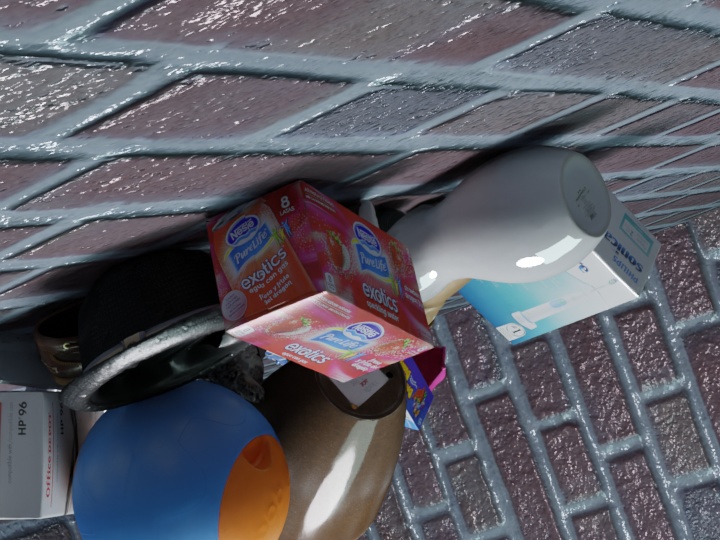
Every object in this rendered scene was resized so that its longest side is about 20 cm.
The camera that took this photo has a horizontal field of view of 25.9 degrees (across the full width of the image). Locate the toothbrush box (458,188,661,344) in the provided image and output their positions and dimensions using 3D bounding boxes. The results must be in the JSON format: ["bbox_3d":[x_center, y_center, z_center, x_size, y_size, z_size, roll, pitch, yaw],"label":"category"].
[{"bbox_3d":[0.196,-0.018,1.685,0.200,0.146,0.085,-26,-153,50],"label":"toothbrush box"}]

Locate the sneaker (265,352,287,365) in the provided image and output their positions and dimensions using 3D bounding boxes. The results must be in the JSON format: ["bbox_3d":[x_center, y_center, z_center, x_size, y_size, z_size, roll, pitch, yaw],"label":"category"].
[{"bbox_3d":[-0.101,0.073,1.778,0.199,0.077,0.076,1,-162,16],"label":"sneaker"}]

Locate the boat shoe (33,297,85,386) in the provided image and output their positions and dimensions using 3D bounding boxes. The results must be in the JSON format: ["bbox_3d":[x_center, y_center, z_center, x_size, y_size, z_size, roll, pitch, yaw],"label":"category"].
[{"bbox_3d":[-0.196,0.040,1.416,0.200,0.070,0.070,-24,135,-10],"label":"boat shoe"}]

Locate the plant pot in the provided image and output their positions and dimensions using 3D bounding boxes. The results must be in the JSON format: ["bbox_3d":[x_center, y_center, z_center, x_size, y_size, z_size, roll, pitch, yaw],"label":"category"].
[{"bbox_3d":[-0.032,0.153,1.551,0.187,0.187,0.200,-16,154,-30],"label":"plant pot"}]

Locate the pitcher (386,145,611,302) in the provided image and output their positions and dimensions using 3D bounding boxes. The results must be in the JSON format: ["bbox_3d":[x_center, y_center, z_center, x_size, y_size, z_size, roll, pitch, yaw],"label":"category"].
[{"bbox_3d":[0.138,-0.056,1.469,0.200,0.121,0.172,-19,-156,40],"label":"pitcher"}]

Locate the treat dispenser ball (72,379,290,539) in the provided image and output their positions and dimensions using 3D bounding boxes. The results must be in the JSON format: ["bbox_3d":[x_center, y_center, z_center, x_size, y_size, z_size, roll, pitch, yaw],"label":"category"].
[{"bbox_3d":[-0.165,0.201,1.444,0.200,0.201,0.201,-19,174,-2],"label":"treat dispenser ball"}]

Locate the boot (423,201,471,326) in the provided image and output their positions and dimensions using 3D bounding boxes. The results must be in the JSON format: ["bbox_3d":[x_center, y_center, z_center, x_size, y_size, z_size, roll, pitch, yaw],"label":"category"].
[{"bbox_3d":[0.038,-0.014,1.667,0.175,0.066,0.200,14,147,-14],"label":"boot"}]

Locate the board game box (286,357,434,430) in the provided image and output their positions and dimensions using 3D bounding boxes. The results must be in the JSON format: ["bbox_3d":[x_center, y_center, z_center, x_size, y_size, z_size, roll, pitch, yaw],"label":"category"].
[{"bbox_3d":[-0.015,0.088,1.647,0.134,0.045,0.200,13,154,28],"label":"board game box"}]

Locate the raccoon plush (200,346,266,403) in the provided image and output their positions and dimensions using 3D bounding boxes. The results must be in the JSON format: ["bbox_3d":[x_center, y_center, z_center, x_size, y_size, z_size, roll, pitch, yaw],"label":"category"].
[{"bbox_3d":[-0.184,0.085,1.517,0.200,0.134,0.097,-14,177,-19],"label":"raccoon plush"}]

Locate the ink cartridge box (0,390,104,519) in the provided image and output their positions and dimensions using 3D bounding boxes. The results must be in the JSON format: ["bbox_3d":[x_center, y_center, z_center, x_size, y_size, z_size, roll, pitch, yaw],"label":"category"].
[{"bbox_3d":[-0.301,0.169,1.446,0.068,0.116,0.200,-2,175,11],"label":"ink cartridge box"}]

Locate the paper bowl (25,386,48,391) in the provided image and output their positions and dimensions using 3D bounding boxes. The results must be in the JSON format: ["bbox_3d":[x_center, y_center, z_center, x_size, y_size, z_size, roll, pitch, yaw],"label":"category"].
[{"bbox_3d":[-0.249,0.133,1.639,0.200,0.201,0.104,-19,-145,0],"label":"paper bowl"}]

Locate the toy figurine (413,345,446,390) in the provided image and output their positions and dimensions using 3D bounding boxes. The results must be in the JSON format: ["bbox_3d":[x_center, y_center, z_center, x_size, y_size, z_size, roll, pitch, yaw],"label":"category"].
[{"bbox_3d":[0.030,0.070,1.861,0.150,0.184,0.200,-23,172,34],"label":"toy figurine"}]

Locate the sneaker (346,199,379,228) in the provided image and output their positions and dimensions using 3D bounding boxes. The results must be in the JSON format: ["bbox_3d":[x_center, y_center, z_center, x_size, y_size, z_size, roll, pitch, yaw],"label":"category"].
[{"bbox_3d":[-0.040,-0.010,1.449,0.082,0.077,0.200,-8,169,-22],"label":"sneaker"}]

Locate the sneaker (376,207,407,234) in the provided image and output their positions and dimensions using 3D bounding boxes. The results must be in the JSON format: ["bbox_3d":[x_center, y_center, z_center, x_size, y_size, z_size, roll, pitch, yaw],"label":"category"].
[{"bbox_3d":[0.000,0.000,1.579,0.084,0.075,0.200,19,147,5],"label":"sneaker"}]

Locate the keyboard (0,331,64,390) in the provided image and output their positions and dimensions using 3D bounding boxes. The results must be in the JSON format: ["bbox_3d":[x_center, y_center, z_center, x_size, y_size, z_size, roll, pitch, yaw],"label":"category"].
[{"bbox_3d":[-0.260,0.092,1.472,0.200,0.056,0.011,11,139,-44],"label":"keyboard"}]

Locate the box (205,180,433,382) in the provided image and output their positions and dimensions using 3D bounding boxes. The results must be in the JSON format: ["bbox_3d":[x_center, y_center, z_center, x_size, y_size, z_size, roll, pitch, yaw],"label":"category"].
[{"bbox_3d":[-0.030,0.013,1.282,0.095,0.100,0.200,-23,155,21],"label":"box"}]

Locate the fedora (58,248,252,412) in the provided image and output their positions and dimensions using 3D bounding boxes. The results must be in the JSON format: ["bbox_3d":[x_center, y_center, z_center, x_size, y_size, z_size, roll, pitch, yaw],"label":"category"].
[{"bbox_3d":[-0.173,0.042,1.328,0.200,0.092,0.201,-22,166,-6],"label":"fedora"}]
